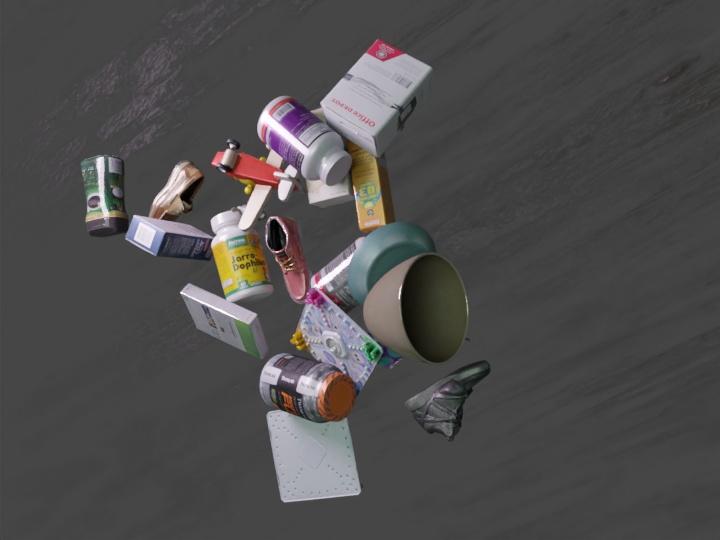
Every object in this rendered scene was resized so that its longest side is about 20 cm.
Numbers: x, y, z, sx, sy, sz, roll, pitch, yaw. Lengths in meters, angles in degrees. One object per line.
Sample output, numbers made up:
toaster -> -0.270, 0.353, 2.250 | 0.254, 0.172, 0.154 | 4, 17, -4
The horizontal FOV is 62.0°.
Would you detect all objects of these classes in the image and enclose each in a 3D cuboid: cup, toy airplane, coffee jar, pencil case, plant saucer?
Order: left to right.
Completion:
coffee jar -> -0.659, -0.188, 1.548 | 0.103, 0.085, 0.203 | -8, 85, 18
toy airplane -> -0.212, -0.208, 1.344 | 0.198, 0.141, 0.201 | -25, 75, -3
plant saucer -> 0.072, 0.003, 1.202 | 0.201, 0.199, 0.036 | -55, 34, 11
cup -> 0.089, 0.076, 1.122 | 0.142, 0.199, 0.203 | -10, 84, 45
pencil case -> 0.117, 0.133, 1.231 | 0.198, 0.085, 0.093 | -22, 80, 19

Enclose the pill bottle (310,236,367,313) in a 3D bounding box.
pill bottle -> 0.000, 0.000, 1.267 | 0.199, 0.111, 0.111 | -39, 76, 16

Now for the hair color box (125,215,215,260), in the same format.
hair color box -> -0.434, -0.072, 1.393 | 0.099, 0.200, 0.061 | 27, 98, 20

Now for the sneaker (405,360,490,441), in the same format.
sneaker -> 0.195, 0.264, 1.204 | 0.199, 0.076, 0.115 | -38, 78, 20

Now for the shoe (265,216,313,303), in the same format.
shoe -> -0.163, -0.023, 1.343 | 0.071, 0.091, 0.202 | -14, 83, 21

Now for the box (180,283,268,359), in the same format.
box -> -0.310, 0.118, 1.379 | 0.198, 0.145, 0.036 | 23, 55, 21

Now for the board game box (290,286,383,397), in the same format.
board game box -> -0.058, 0.159, 1.266 | 0.200, 0.026, 0.201 | 42, 140, 15

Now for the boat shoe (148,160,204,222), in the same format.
boat shoe -> -0.451, -0.170, 1.472 | 0.074, 0.076, 0.201 | 34, 102, 16

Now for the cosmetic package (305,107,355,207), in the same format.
cosmetic package -> -0.070, -0.250, 1.323 | 0.102, 0.073, 0.202 | -12, 83, 21

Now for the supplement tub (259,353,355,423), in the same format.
supplement tub -> -0.112, 0.250, 1.269 | 0.199, 0.122, 0.124 | 4, 90, 44

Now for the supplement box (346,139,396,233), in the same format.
supplement box -> 0.024, -0.185, 1.287 | 0.066, 0.069, 0.202 | -11, 86, 21

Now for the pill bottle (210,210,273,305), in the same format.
pill bottle -> -0.278, -0.030, 1.378 | 0.112, 0.113, 0.202 | -20, 81, 20

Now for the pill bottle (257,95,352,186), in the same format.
pill bottle -> -0.113, -0.264, 1.242 | 0.200, 0.112, 0.113 | 42, 103, 18

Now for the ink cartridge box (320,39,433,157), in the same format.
ink cartridge box -> 0.036, -0.355, 1.238 | 0.145, 0.084, 0.201 | 35, 76, 18

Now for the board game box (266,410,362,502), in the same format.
board game box -> -0.103, 0.402, 1.336 | 0.198, 0.026, 0.202 | -14, 84, 21
